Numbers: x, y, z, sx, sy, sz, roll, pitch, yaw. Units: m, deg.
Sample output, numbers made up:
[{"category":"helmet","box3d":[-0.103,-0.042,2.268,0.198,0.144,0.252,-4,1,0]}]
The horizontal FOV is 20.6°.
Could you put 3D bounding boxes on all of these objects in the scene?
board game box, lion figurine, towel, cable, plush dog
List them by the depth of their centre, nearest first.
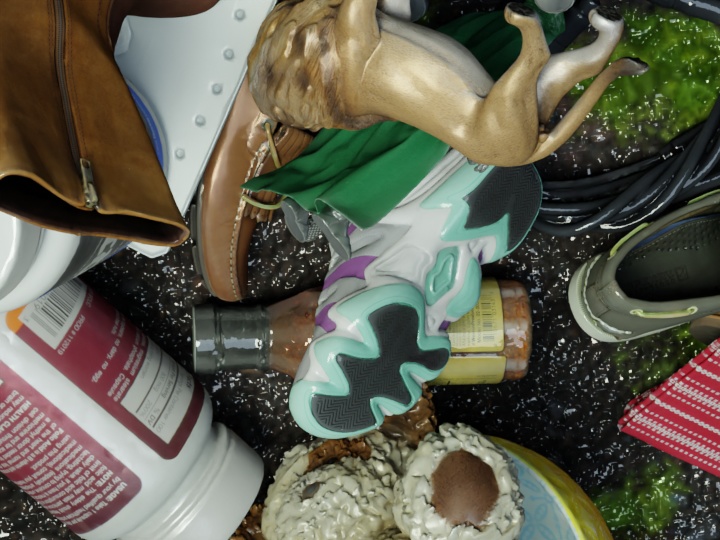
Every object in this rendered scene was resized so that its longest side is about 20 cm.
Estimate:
[{"category":"lion figurine","box3d":[0.037,-0.096,0.983,0.199,0.072,0.123,29,122,16]},{"category":"board game box","box3d":[-0.152,-0.139,1.073,0.199,0.026,0.201,27,105,7]},{"category":"plush dog","box3d":[0.010,0.158,1.124,0.200,0.172,0.160,-43,136,6]},{"category":"cable","box3d":[0.148,-0.109,1.139,0.198,0.051,0.164,-19,110,1]},{"category":"towel","box3d":[0.264,0.071,1.176,0.144,0.023,0.200,25,140,-15]}]

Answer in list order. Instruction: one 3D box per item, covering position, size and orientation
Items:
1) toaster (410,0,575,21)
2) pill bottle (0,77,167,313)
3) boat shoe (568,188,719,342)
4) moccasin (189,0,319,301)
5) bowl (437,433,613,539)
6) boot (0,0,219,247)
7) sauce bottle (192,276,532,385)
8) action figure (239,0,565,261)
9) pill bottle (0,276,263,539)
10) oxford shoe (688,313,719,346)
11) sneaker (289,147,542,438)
[{"category":"toaster","box3d":[0.062,-0.236,1.021,0.179,0.119,0.202,0,112,19]},{"category":"pill bottle","box3d":[-0.176,-0.041,0.979,0.113,0.200,0.115,2,102,12]},{"category":"boat shoe","box3d":[0.220,-0.013,1.152,0.200,0.060,0.073,-20,82,-15]},{"category":"moccasin","box3d":[-0.051,-0.080,1.119,0.077,0.074,0.203,12,98,-2]},{"category":"bowl","box3d":[0.088,0.195,1.195,0.107,0.199,0.202,-2,117,-52]},{"category":"boot","box3d":[-0.114,-0.099,0.933,0.187,0.201,0.068,15,130,-46]},{"category":"sauce bottle","box3d":[0.000,0.036,1.165,0.198,0.066,0.067,1,109,-7]},{"category":"action figure","box3d":[0.041,-0.087,1.071,0.200,0.118,0.055,-42,127,-19]},{"category":"pill bottle","box3d":[-0.157,0.082,1.135,0.114,0.114,0.200,-44,108,9]},{"category":"oxford shoe","box3d":[0.298,0.031,1.209,0.198,0.071,0.072,7,78,-6]},{"category":"sneaker","box3d":[0.000,0.000,1.116,0.200,0.139,0.078,-49,129,-19]}]
